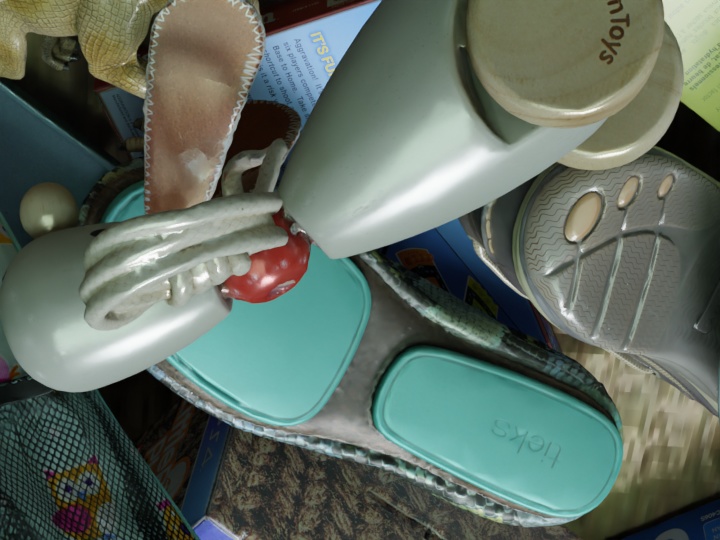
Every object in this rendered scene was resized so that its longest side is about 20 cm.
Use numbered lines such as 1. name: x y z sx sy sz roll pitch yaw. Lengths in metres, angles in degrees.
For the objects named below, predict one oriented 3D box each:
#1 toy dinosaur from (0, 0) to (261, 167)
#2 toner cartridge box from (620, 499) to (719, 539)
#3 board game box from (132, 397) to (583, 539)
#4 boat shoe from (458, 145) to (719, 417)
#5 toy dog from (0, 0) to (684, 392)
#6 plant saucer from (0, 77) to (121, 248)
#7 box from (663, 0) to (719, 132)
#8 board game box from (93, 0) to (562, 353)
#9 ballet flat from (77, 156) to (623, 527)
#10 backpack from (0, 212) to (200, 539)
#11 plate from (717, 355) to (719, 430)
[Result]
1. toy dinosaur: -0.067 -0.080 0.658 0.198 0.059 0.101 -2 148 22
2. toner cartridge box: 0.160 0.122 0.848 0.199 0.043 0.095 -25 125 17
3. board game box: -0.038 0.142 0.802 0.159 0.097 0.200 36 125 -17
4. boat shoe: 0.105 0.000 0.739 0.200 0.073 0.075 31 93 -44
5. toy dog: -0.008 -0.051 0.614 0.199 0.097 0.132 -21 168 -17
6. plant saucer: -0.157 0.011 0.771 0.070 0.019 0.200 36 118 -20
7. box: 0.070 -0.116 0.661 0.199 0.050 0.075 33 121 -24
8. board game box: 0.000 0.000 0.767 0.102 0.020 0.201 -16 126 13
9. ballet flat: -0.008 0.022 0.728 0.199 0.075 0.074 32 120 -24
10. backpack: -0.158 0.069 0.682 0.175 0.201 0.153 -34 164 38
11. plate: 0.179 -0.006 0.720 0.199 0.026 0.201 -20 129 -27
